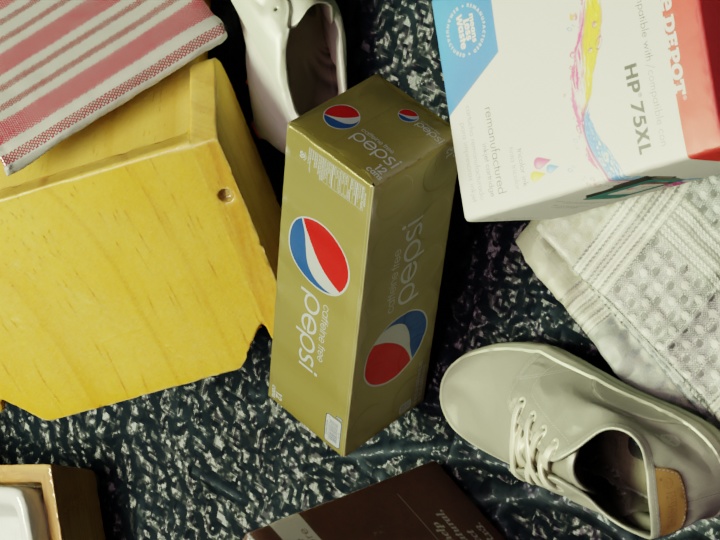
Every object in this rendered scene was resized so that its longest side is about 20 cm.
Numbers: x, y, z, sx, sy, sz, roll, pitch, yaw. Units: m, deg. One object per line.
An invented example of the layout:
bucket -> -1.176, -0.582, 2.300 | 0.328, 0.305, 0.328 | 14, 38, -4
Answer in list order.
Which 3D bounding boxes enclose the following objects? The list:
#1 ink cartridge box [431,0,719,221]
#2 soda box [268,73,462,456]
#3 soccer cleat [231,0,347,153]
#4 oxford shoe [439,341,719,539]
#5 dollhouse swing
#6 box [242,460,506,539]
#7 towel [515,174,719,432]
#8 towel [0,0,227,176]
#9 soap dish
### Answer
ink cartridge box -> 0.133, -0.099, 0.962 | 0.199, 0.067, 0.118 | -16, 80, 44
soda box -> 0.000, 0.000, 1.078 | 0.064, 0.067, 0.201 | 37, 141, 28
soccer cleat -> -0.048, -0.162, 1.123 | 0.077, 0.069, 0.202 | -8, 102, 60
oxford shoe -> 0.104, 0.086, 1.046 | 0.199, 0.057, 0.076 | 19, 125, 48
dollhouse swing -> -0.148, -0.048, 1.191 | 0.198, 0.176, 0.183 | -16, 118, 12
box -> -0.001, 0.245, 1.108 | 0.166, 0.163, 0.201 | 47, 124, 23
towel -> 0.181, -0.012, 0.992 | 0.193, 0.034, 0.201 | 49, 125, 21
towel -> -0.172, -0.144, 1.166 | 0.200, 0.146, 0.030 | 52, 172, 44
soap dish -> -0.247, 0.204, 1.355 | 0.199, 0.081, 0.159 | -5, 95, 40
